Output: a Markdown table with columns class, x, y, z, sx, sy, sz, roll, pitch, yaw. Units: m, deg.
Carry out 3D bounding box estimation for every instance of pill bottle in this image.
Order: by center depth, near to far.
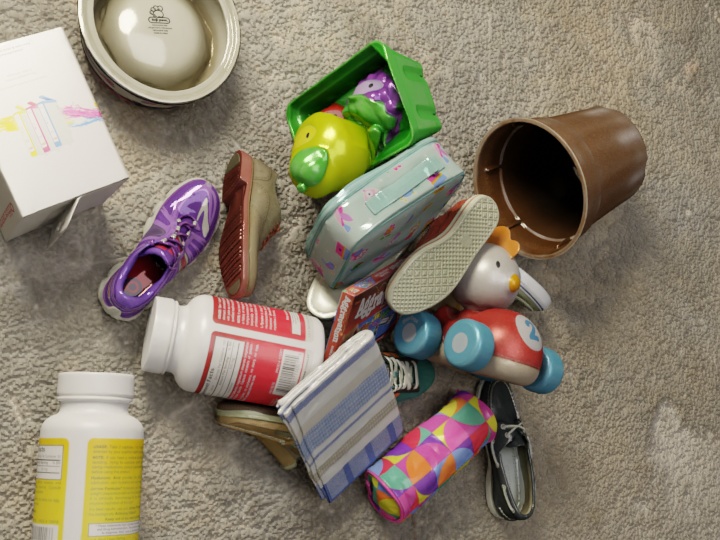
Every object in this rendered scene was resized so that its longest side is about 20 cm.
| class | x | y | z | sx | sy | sz | roll | pitch | yaw |
| --- | --- | --- | --- | --- | --- | --- | --- | --- | --- |
| pill bottle | -0.288 | 0.212 | 0.968 | 0.110 | 0.111 | 0.203 | 7 | 79 | -27 |
| pill bottle | -0.149 | 0.092 | 1.059 | 0.197 | 0.112 | 0.114 | 13 | 75 | -17 |

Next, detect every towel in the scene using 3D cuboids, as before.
| class | x | y | z | sx | sy | sz | roll | pitch | yaw |
| --- | --- | --- | --- | --- | --- | --- | --- | --- | --- |
| towel | -0.019 | 0.176 | 1.081 | 0.146 | 0.024 | 0.201 | -40 | 137 | -21 |

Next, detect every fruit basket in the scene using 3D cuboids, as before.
| class | x | y | z | sx | sy | sz | roll | pitch | yaw |
| --- | --- | --- | --- | --- | --- | --- | --- | --- | --- |
| fruit basket | -0.024 | -0.172 | 1.123 | 0.213 | 0.215 | 0.158 | -15 | 82 | -30 |

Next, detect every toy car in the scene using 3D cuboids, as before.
| class | x | y | z | sx | sy | sz | roll | pitch | yaw |
| --- | --- | --- | --- | --- | --- | --- | --- | --- | --- |
| toy car | 0.170 | 0.038 | 1.181 | 0.183 | 0.176 | 0.203 | 20 | 82 | -41 |

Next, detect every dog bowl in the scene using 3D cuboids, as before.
| class | x | y | z | sx | sy | sz | roll | pitch | yaw |
| --- | --- | --- | --- | --- | --- | --- | --- | --- | --- |
| dog bowl | -0.248 | -0.288 | 1.100 | 0.197 | 0.074 | 0.204 | 5 | 79 | -27 |

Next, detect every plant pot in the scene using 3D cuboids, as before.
| class | x | y | z | sx | sy | sz | roll | pitch | yaw |
| --- | --- | --- | --- | --- | --- | --- | --- | --- | --- |
| plant pot | 0.299 | -0.144 | 1.318 | 0.197 | 0.199 | 0.203 | -24 | 93 | -38 |

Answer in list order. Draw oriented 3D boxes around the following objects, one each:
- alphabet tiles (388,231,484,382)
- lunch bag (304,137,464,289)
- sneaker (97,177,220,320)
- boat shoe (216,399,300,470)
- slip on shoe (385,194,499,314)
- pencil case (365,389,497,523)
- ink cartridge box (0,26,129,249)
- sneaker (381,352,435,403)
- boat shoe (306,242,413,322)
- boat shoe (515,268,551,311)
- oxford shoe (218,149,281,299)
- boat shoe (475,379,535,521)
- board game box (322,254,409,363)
| class | x | y | z | sx | sy | sz | roll | pitch | yaw |
| --- | --- | --- | --- | --- | --- | --- | --- | --- | --- |
| alphabet tiles | 0.134 | 0.035 | 1.290 | 0.166 | 0.008 | 0.203 | 24 | 71 | -23 |
| lunch bag | 0.030 | -0.075 | 1.107 | 0.199 | 0.161 | 0.077 | -36 | 76 | -26 |
| sneaker | -0.222 | -0.025 | 1.062 | 0.080 | 0.083 | 0.201 | 39 | 64 | -17 |
| boat shoe | -0.086 | 0.206 | 1.109 | 0.197 | 0.071 | 0.077 | 14 | 89 | -25 |
| slip on shoe | 0.098 | -0.020 | 1.149 | 0.200 | 0.061 | 0.074 | -48 | 115 | -23 |
| pencil case | 0.092 | 0.240 | 1.191 | 0.199 | 0.088 | 0.089 | -34 | 98 | -31 |
| ink cartridge box | -0.350 | -0.133 | 0.986 | 0.124 | 0.128 | 0.202 | -26 | 95 | -29 |
| sneaker | 0.024 | 0.140 | 1.168 | 0.198 | 0.080 | 0.073 | -1 | 82 | -32 |
| boat shoe | 0.002 | 0.002 | 1.189 | 0.072 | 0.061 | 0.202 | 37 | 61 | 12 |
| boat shoe | 0.183 | 0.006 | 1.289 | 0.199 | 0.072 | 0.062 | 35 | 90 | -14 |
| oxford shoe | -0.126 | -0.054 | 1.107 | 0.074 | 0.070 | 0.203 | 18 | 57 | -30 |
| boat shoe | 0.207 | 0.243 | 1.262 | 0.075 | 0.060 | 0.203 | -7 | 84 | -29 |
| board game box | 0.014 | 0.050 | 1.126 | 0.200 | 0.019 | 0.104 | -28 | 137 | -62 |
